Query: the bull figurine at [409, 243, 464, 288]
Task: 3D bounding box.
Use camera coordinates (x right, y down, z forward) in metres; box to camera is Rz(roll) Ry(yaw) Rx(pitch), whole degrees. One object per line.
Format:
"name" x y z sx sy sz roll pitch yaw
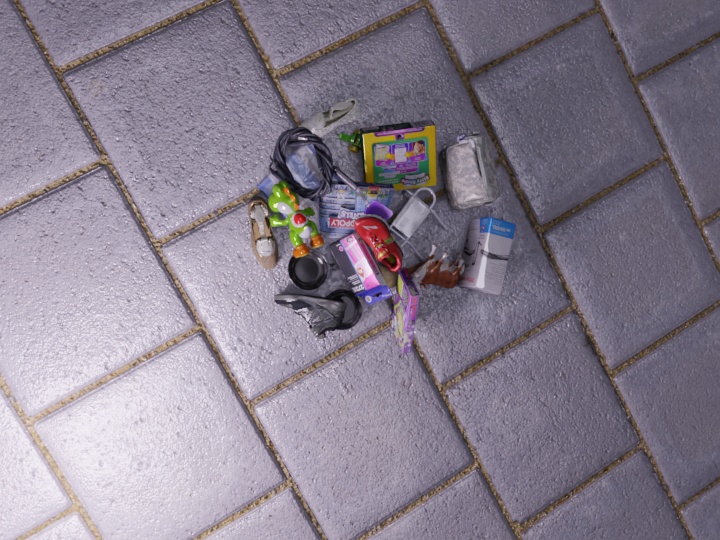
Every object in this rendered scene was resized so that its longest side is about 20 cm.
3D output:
"bull figurine" 0.213 -0.002 1.723 0.199 0.065 0.122 11 116 -47

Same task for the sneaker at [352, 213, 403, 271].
"sneaker" 0.055 -0.070 1.629 0.077 0.085 0.200 -28 130 25

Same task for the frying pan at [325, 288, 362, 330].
"frying pan" -0.044 0.071 1.722 0.114 0.031 0.191 11 91 -6

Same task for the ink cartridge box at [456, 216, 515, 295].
"ink cartridge box" 0.351 -0.041 1.748 0.084 0.146 0.201 14 88 -13

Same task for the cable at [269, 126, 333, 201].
"cable" -0.143 -0.279 1.638 0.200 0.051 0.164 39 109 13

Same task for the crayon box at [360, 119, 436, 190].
"crayon box" 0.105 -0.309 1.695 0.198 0.058 0.174 -8 121 -5

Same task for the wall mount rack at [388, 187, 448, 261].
"wall mount rack" 0.156 -0.128 1.748 0.173 0.075 0.200 38 84 -6

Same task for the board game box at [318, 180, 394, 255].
"board game box" -0.015 -0.137 1.691 0.198 0.062 0.201 2 109 -5

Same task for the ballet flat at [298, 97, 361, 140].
"ballet flat" -0.088 -0.419 1.691 0.199 0.072 0.072 -28 96 -11

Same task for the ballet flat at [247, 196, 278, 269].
"ballet flat" -0.265 -0.100 1.663 0.070 0.065 0.201 -15 94 -8

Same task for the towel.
"towel" -0.164 -0.244 1.702 0.200 0.024 0.147 -43 98 -8

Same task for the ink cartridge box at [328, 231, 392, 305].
"ink cartridge box" 0.000 0.000 1.667 0.201 0.094 0.037 60 38 -8

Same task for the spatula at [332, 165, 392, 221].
"spatula" -0.002 -0.200 1.620 0.200 0.021 0.057 45 127 1

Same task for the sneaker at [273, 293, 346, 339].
"sneaker" -0.144 0.122 1.676 0.198 0.076 0.115 12 88 -1

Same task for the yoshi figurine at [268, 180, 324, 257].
"yoshi figurine" -0.182 -0.141 1.653 0.111 0.112 0.201 -21 103 22

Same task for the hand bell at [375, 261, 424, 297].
"hand bell" 0.132 0.006 1.746 0.199 0.104 0.105 -14 94 -23

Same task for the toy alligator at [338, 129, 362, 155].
"toy alligator" 0.035 -0.343 1.724 0.199 0.054 0.060 21 87 -11

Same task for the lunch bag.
"lunch bag" 0.313 -0.274 1.725 0.138 0.168 0.201 -12 93 -11

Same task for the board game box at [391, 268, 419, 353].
"board game box" 0.119 0.109 1.671 0.032 0.120 0.201 -2 127 -10

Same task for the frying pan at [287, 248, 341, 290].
"frying pan" -0.112 -0.020 1.705 0.189 0.031 0.115 -29 96 -17
